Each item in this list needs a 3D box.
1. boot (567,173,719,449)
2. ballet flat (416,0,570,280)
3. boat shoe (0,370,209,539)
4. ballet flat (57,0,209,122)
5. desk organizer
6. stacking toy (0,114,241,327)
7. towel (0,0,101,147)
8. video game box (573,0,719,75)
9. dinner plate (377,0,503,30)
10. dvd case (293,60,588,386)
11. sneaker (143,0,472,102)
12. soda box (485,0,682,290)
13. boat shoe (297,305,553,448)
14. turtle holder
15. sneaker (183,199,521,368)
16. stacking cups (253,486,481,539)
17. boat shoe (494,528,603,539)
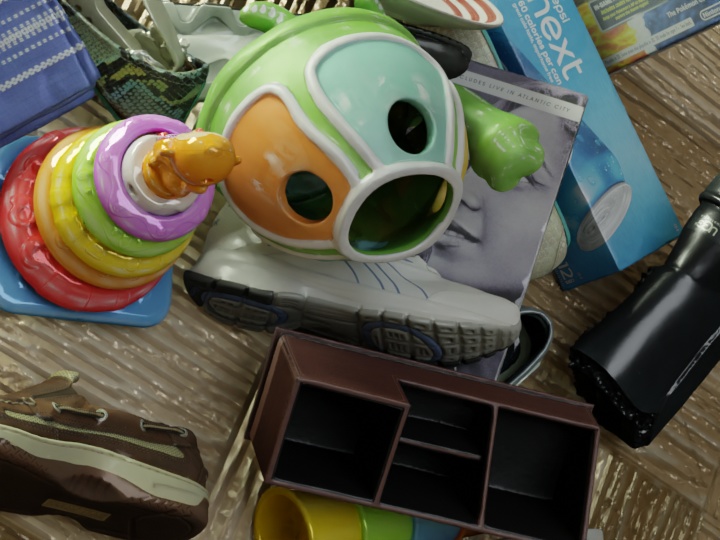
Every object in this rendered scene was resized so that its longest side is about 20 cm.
[{"bbox_3d":[0.220,0.047,1.526,0.168,0.076,0.200,-49,146,-6],"label":"boot"},{"bbox_3d":[0.072,-0.085,1.475,0.062,0.067,0.200,-26,92,-27],"label":"ballet flat"},{"bbox_3d":[-0.176,0.092,1.271,0.202,0.075,0.075,23,52,-33],"label":"boat shoe"},{"bbox_3d":[-0.163,-0.166,1.329,0.200,0.074,0.074,46,58,-9],"label":"ballet flat"},{"bbox_3d":[0.041,0.100,1.328,0.200,0.077,0.072,14,104,-14],"label":"desk organizer"},{"bbox_3d":[-0.121,-0.043,1.254,0.116,0.200,0.110,7,74,-27],"label":"stacking toy"},{"bbox_3d":[-0.252,-0.152,1.279,0.145,0.024,0.200,-30,94,-6],"label":"towel"},{"bbox_3d":[0.173,-0.231,1.496,0.047,0.200,0.182,-24,90,-33],"label":"video game box"},{"bbox_3d":[-0.006,-0.189,1.403,0.200,0.200,0.024,21,106,-27],"label":"dinner plate"},{"bbox_3d":[0.041,-0.039,1.414,0.149,0.016,0.200,18,73,4],"label":"dvd case"},{"bbox_3d":[-0.033,-0.113,1.397,0.200,0.074,0.089,3,90,-6],"label":"sneaker"},{"bbox_3d":[0.130,-0.093,1.514,0.068,0.064,0.200,-28,93,-35],"label":"soda box"},{"bbox_3d":[0.037,0.070,1.411,0.200,0.062,0.073,-26,94,-34],"label":"boat shoe"},{"bbox_3d":[0.002,-0.064,1.302,0.185,0.141,0.132,26,18,-49],"label":"turtle holder"},{"bbox_3d":[0.000,0.000,1.358,0.200,0.075,0.087,15,66,2],"label":"sneaker"},{"bbox_3d":[0.032,0.141,1.395,0.200,0.060,0.061,-10,83,-37],"label":"stacking cups"},{"bbox_3d":[0.063,0.200,1.394,0.200,0.071,0.064,-11,82,-26],"label":"boat shoe"}]
